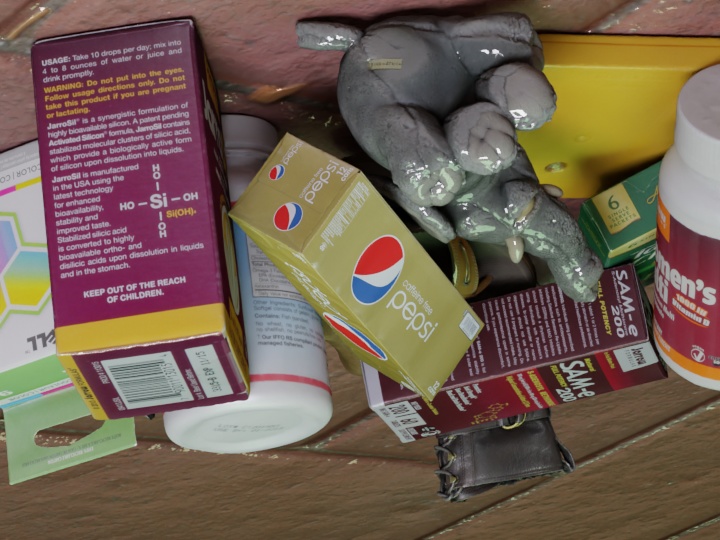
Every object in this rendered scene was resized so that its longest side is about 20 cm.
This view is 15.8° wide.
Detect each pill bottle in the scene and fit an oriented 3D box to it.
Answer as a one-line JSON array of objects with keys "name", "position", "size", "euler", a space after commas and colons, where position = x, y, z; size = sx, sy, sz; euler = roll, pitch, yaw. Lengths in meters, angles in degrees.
[{"name": "pill bottle", "position": [-0.082, 0.008, 1.665], "size": [0.108, 0.201, 0.109], "euler": [-7, 160, -3]}, {"name": "pill bottle", "position": [0.245, -0.028, 1.670], "size": [0.109, 0.110, 0.201], "euler": [-7, 130, -4]}]

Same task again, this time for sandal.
[{"name": "sandal", "position": [0.049, -0.014, 1.762], "size": [0.081, 0.055, 0.200], "euler": [-17, 143, 25]}]

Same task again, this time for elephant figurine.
[{"name": "elephant figurine", "position": [0.059, -0.065, 1.601], "size": [0.141, 0.156, 0.200], "euler": [-19, 154, -1]}]

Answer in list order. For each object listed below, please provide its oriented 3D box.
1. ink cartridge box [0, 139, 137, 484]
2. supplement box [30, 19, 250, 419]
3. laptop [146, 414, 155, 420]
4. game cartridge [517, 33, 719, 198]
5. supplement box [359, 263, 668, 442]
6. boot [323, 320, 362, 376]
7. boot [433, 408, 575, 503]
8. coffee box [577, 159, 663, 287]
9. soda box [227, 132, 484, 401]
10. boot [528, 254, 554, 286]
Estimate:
[{"name": "ink cartridge box", "position": [-0.210, 0.024, 1.659], "size": [0.103, 0.201, 0.059], "euler": [-18, 158, 23]}, {"name": "supplement box", "position": [-0.130, -0.028, 1.548], "size": [0.103, 0.201, 0.131], "euler": [-8, 160, 2]}, {"name": "laptop", "position": [-0.278, 0.073, 1.883], "size": [0.199, 0.116, 0.187], "euler": [32, 170, 18]}, {"name": "game cartridge", "position": [0.145, -0.101, 1.717], "size": [0.175, 0.033, 0.200], "euler": [0, 156, -20]}, {"name": "supplement box", "position": [0.108, 0.059, 1.814], "size": [0.199, 0.061, 0.109], "euler": [-15, 160, 10]}, {"name": "boot", "position": [-0.035, 0.018, 1.853], "size": [0.075, 0.074, 0.200], "euler": [-25, 142, -2]}, {"name": "boot", "position": [0.062, 0.089, 1.967], "size": [0.199, 0.175, 0.069], "euler": [-4, 174, -12]}, {"name": "coffee box", "position": [0.210, -0.033, 1.822], "size": [0.122, 0.044, 0.200], "euler": [-26, 167, -6]}, {"name": "soda box", "position": [0.000, 0.000, 1.600], "size": [0.068, 0.064, 0.200], "euler": [28, 166, 37]}, {"name": "boot", "position": [0.090, 0.037, 1.916], "size": [0.144, 0.073, 0.200], "euler": [-36, 139, 8]}]
